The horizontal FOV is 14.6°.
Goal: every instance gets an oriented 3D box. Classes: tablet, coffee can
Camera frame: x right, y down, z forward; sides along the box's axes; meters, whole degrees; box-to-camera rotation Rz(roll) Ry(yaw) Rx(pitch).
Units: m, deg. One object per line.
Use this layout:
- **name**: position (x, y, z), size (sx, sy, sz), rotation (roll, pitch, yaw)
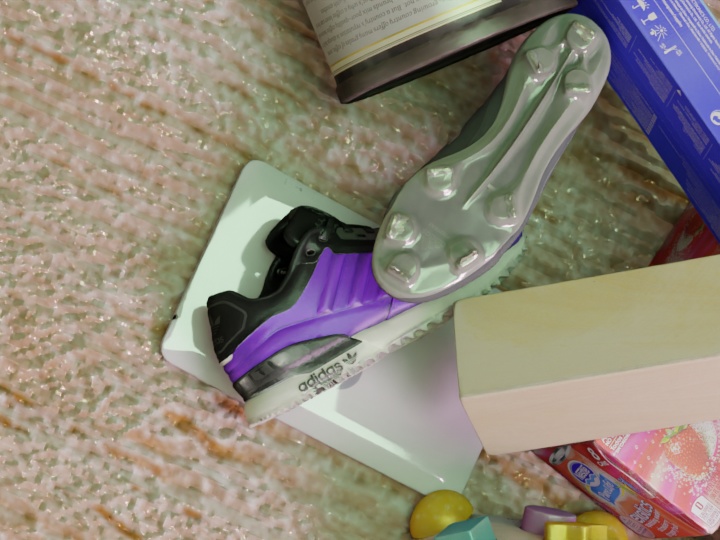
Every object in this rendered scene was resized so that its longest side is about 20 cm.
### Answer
- **tablet**: position (-0.005, 0.036, 1.623), size (0.200, 0.014, 0.130), rotation (28, 76, -14)
- **coffee can**: position (0.018, -0.214, 1.590), size (0.146, 0.146, 0.201), rotation (-23, 91, -20)

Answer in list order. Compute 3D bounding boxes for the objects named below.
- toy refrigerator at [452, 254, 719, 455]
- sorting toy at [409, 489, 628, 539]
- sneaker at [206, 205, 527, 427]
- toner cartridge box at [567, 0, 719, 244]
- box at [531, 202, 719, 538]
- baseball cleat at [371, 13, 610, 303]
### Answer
- **toy refrigerator**: position (0.156, 0.041, 1.545), size (0.199, 0.076, 0.070), rotation (-10, 59, 12)
- **sorting toy**: position (0.117, 0.182, 1.558), size (0.199, 0.180, 0.107), rotation (9, 84, -18)
- **sneaker**: position (0.000, 0.000, 1.586), size (0.200, 0.070, 0.100), rotation (-30, 87, -22)
- **toner cartridge box**: position (0.188, -0.096, 1.580), size (0.043, 0.095, 0.200), rotation (-31, 78, -11)
- **box**: position (0.202, 0.051, 1.647), size (0.095, 0.100, 0.200), rotation (38, 74, -11)
- **baseball cleat**: position (0.076, -0.051, 1.575), size (0.070, 0.106, 0.200), rotation (38, 74, 9)
